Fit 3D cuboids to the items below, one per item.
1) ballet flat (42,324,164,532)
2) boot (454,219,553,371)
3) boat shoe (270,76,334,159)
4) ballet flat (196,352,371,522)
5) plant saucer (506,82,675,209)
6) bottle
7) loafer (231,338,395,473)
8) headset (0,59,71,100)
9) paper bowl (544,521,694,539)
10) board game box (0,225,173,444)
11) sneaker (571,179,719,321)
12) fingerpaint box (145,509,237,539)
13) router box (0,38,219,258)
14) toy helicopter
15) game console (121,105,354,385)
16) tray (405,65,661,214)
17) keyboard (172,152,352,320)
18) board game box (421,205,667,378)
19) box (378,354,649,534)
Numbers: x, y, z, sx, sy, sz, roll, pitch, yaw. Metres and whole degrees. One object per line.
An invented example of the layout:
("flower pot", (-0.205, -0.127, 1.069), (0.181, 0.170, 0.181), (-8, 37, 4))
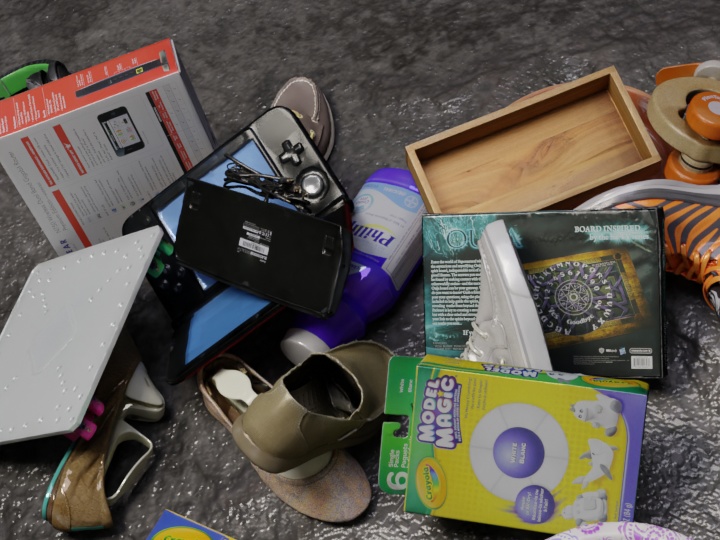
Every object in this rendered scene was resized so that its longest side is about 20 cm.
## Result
("ballet flat", (-0.208, 0.133, 1.237), (0.072, 0.068, 0.201), (12, 54, 1))
("boot", (0.099, 0.068, 1.137), (0.095, 0.074, 0.202), (-16, 85, 8))
("boat shoe", (-0.072, -0.117, 1.395), (0.071, 0.060, 0.201), (0, 52, 17))
("ballet flat", (-0.071, 0.132, 1.188), (0.068, 0.067, 0.199), (-43, 53, -18))
("plant saucer", (0.197, -0.090, 1.312), (0.198, 0.032, 0.201), (-8, 50, 9))
("bottle", (0.000, 0.000, 1.275), (0.083, 0.065, 0.201), (15, 58, 33))
("loafer", (-0.018, 0.100, 1.145), (0.076, 0.068, 0.200), (47, 34, 9))
("headset", (-0.342, -0.172, 1.497), (0.123, 0.094, 0.199), (-42, 41, -18))
("paper bowl", (0.176, 0.279, 0.972), (0.199, 0.105, 0.202), (-9, 51, 11))
("board game box", (-0.260, 0.066, 1.263), (0.199, 0.026, 0.201), (-14, 46, 43))
("sneaker", (0.266, -0.010, 1.179), (0.198, 0.078, 0.113), (-5, 62, 3))
("fingerpaint box", (-0.100, 0.291, 1.064), (0.199, 0.074, 0.167), (18, 59, 28))
("router box", (-0.220, -0.097, 1.330), (0.178, 0.201, 0.049), (-19, 50, 0))
("toy helicopter", (0.344, -0.141, 1.272), (0.198, 0.079, 0.133), (-3, 46, -15))
("game console", (-0.113, -0.026, 1.251), (0.199, 0.119, 0.173), (-35, 80, 12))
("tray", (0.149, -0.095, 1.262), (0.199, 0.037, 0.099), (-21, 70, -6))
("keyboard", (-0.073, -0.032, 1.202), (0.199, 0.039, 0.105), (20, 100, 40))
("board game box", (0.148, 0.018, 1.179), (0.198, 0.028, 0.137), (0, 93, 22))
("box", (0.111, 0.131, 1.091), (0.198, 0.048, 0.119), (6, 98, 13))
